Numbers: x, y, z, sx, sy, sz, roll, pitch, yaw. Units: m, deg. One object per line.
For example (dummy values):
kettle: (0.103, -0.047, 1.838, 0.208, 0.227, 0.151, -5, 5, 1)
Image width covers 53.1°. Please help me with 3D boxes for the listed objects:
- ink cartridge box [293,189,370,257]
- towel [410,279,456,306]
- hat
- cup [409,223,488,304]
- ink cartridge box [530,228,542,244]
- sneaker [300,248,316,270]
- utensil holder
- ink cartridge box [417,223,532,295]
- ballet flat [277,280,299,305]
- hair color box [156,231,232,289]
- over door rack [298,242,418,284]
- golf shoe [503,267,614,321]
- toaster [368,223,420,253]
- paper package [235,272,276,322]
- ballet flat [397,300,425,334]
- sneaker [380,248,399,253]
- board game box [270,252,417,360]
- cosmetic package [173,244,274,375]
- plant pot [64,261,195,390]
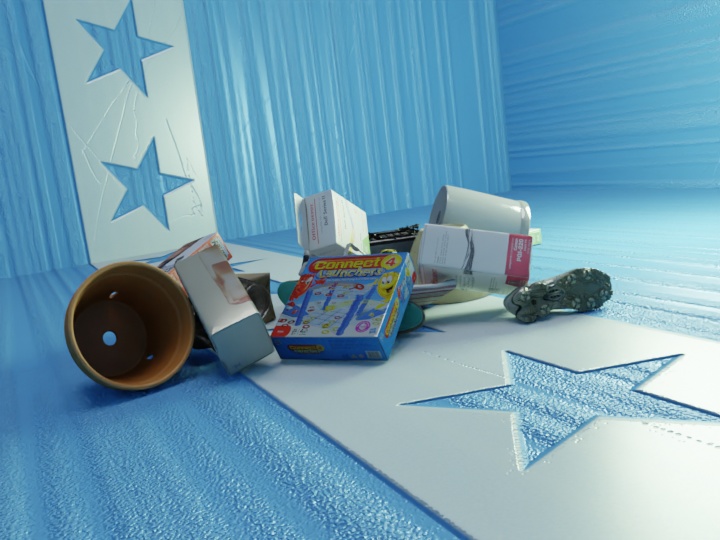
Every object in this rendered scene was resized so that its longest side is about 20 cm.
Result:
ink cartridge box: (-0.053, -0.085, 1.444, 0.067, 0.119, 0.200, -14, -18, 23)
towel: (0.083, 0.045, 1.360, 0.144, 0.030, 0.200, -7, -11, -13)
hat: (-0.245, 0.096, 1.300, 0.198, 0.082, 0.202, -10, 38, 8)
cup: (0.181, -0.021, 1.537, 0.198, 0.145, 0.200, -7, 9, 1)
ink cartridge box: (0.396, -0.086, 2.055, 0.198, 0.049, 0.145, -13, 11, -31)
sneaker: (-0.057, 0.010, 1.567, 0.128, 0.080, 0.200, 4, -33, 6)
utensil holder: (0.269, -0.100, 1.674, 0.198, 0.172, 0.170, 13, 7, -7)
ink cartridge box: (0.210, -0.017, 1.333, 0.197, 0.086, 0.146, 6, -15, 9)
ballet flat: (-0.091, 0.066, 1.510, 0.075, 0.069, 0.199, 14, -2, -44)
hair color box: (-0.346, 0.012, 1.354, 0.110, 0.064, 0.200, -16, 21, 37)
over door rack: (0.000, 0.000, 1.441, 0.199, 0.067, 0.147, 26, -32, -36)
golf shoe: (0.347, 0.038, 1.282, 0.197, 0.079, 0.097, -8, 3, -12)
toaster: (0.082, -0.041, 1.804, 0.197, 0.120, 0.181, -9, 10, -9)
paper package: (-0.307, 0.071, 1.483, 0.198, 0.105, 0.190, -2, 11, 31)
ballet flat: (0.017, 0.087, 1.275, 0.197, 0.068, 0.064, -3, -18, 8)
sneaker: (0.054, -0.011, 1.587, 0.073, 0.086, 0.200, -3, -12, 11)
board game box: (-0.025, 0.059, 1.206, 0.198, 0.056, 0.197, -3, 41, 25)
cosmetic package: (-0.226, 0.060, 1.186, 0.087, 0.104, 0.200, -26, 46, -13)
plant pot: (-0.387, 0.099, 1.163, 0.199, 0.202, 0.139, -15, -4, -40)
